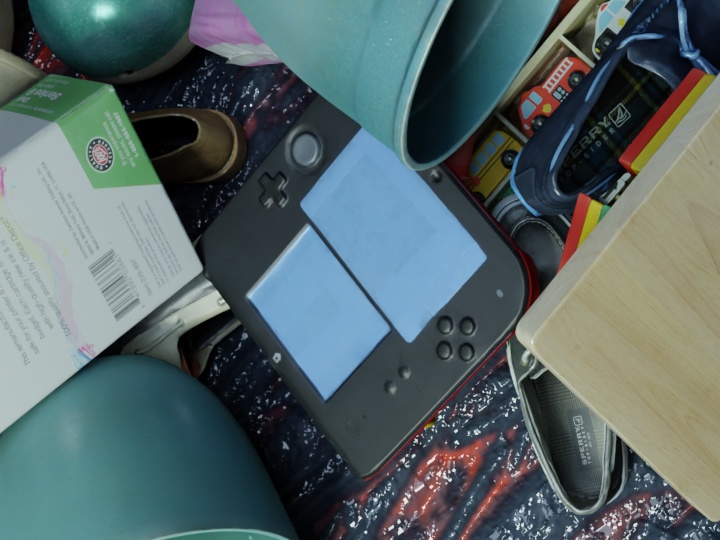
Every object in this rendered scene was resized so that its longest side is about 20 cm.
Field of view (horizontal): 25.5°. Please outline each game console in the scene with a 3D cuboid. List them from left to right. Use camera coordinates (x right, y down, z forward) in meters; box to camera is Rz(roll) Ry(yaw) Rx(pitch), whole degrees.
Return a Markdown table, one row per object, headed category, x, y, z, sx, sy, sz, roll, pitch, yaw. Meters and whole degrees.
| category | x | y | z | sx | sy | sz | roll | pitch | yaw |
| --- | --- | --- | --- | --- | --- | --- | --- | --- | --- |
| game console | 0.000 | 0.000 | 0.981 | 0.177 | 0.031 | 0.200 | -46 | 67 | 18 |

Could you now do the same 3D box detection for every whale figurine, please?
| category | x | y | z | sx | sy | sz | roll | pitch | yaw |
| --- | --- | --- | --- | --- | --- | --- | --- | --- | --- |
| whale figurine | -0.175 | -0.234 | 1.113 | 0.158 | 0.104 | 0.202 | -11 | 73 | 20 |

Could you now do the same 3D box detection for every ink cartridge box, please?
| category | x | y | z | sx | sy | sz | roll | pitch | yaw |
| --- | --- | --- | --- | --- | --- | --- | --- | --- | --- |
| ink cartridge box | -0.218 | -0.006 | 0.984 | 0.200 | 0.146 | 0.087 | -42 | 35 | -27 |

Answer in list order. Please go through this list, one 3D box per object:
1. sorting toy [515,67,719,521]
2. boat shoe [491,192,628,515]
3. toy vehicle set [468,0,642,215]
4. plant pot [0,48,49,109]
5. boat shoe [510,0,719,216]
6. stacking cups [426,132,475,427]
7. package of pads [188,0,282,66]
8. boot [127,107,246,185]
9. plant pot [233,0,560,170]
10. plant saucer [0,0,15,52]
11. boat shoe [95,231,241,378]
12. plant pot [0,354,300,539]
| category | x | y | z | sx | sy | sz | roll | pitch | yaw |
| --- | --- | --- | --- | --- | --- | --- | --- | --- | --- |
| sorting toy | 0.195 | 0.006 | 0.907 | 0.199 | 0.200 | 0.070 | -50 | 34 | -3 |
| boat shoe | 0.125 | 0.050 | 0.963 | 0.071 | 0.071 | 0.202 | -17 | 93 | 10 |
| toy vehicle set | 0.150 | -0.087 | 1.014 | 0.124 | 0.026 | 0.200 | 43 | 100 | 19 |
| plant pot | -0.314 | -0.054 | 1.056 | 0.199 | 0.200 | 0.185 | 9 | 79 | 21 |
| boat shoe | 0.176 | -0.104 | 0.935 | 0.084 | 0.069 | 0.201 | 38 | 86 | -11 |
| stacking cups | 0.042 | -0.003 | 1.013 | 0.060 | 0.060 | 0.202 | 16 | 98 | 22 |
| package of pads | -0.041 | -0.235 | 1.060 | 0.120 | 0.075 | 0.202 | 11 | 87 | 49 |
| boot | -0.185 | -0.083 | 1.117 | 0.198 | 0.075 | 0.074 | -9 | 83 | 21 |
| plant pot | 0.006 | -0.191 | 0.910 | 0.187 | 0.200 | 0.201 | 32 | 96 | 15 |
| plant saucer | -0.350 | -0.180 | 1.144 | 0.200 | 0.200 | 0.030 | -44 | 38 | 11 |
| boat shoe | -0.127 | 0.045 | 1.085 | 0.200 | 0.071 | 0.063 | -43 | 74 | 7 |
| plant pot | -0.148 | 0.153 | 1.018 | 0.200 | 0.200 | 0.162 | -33 | 53 | 14 |
